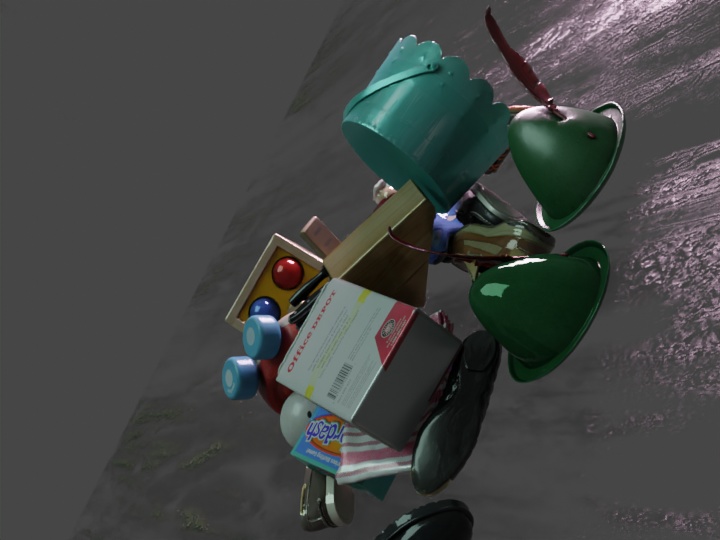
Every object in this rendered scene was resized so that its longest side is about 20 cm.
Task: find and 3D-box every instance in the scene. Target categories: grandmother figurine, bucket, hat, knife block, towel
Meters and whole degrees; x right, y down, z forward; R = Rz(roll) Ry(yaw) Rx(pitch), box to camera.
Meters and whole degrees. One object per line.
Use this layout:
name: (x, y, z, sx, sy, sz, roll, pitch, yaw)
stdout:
grandmother figurine: (0.041, -0.076, 2.031, 0.121, 0.061, 0.201, -24, 27, 20)
bucket: (0.082, -0.179, 1.733, 0.135, 0.207, 0.207, -50, 13, -11)
hat: (0.185, -0.165, 1.579, 0.166, 0.175, 0.200, -55, 15, 18)
knife block: (-0.005, -0.006, 1.694, 0.064, 0.174, 0.202, -124, 35, -57)
towel: (0.038, 0.149, 1.612, 0.146, 0.030, 0.201, -21, 45, 34)
hat: (0.134, 0.009, 1.445, 0.200, 0.175, 0.167, -42, 23, 47)

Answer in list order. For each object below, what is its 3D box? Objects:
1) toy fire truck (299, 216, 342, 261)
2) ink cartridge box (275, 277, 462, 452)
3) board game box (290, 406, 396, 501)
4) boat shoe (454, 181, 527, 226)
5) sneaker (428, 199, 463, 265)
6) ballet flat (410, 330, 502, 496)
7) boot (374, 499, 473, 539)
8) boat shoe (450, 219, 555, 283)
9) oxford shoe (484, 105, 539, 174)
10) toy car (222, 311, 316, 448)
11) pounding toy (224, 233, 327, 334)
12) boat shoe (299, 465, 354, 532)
toy fire truck: (0.000, 0.000, 1.831, 0.177, 0.127, 0.201, -75, -16, -46)
ink cartridge box: (0.006, 0.103, 1.582, 0.146, 0.083, 0.200, -60, 30, -6)
board game box: (0.017, 0.166, 1.683, 0.152, 0.045, 0.201, 12, 69, 51)
boat shoe: (0.157, -0.066, 1.726, 0.061, 0.074, 0.200, -58, 12, 8)
sneaker: (0.106, -0.050, 1.861, 0.079, 0.089, 0.200, -49, -2, 26)
ballet flat: (0.112, 0.160, 1.517, 0.201, 0.066, 0.057, -64, -25, -19)
boot: (0.043, 0.333, 1.337, 0.197, 0.074, 0.163, -31, 38, 8)
boat shoe: (0.155, -0.011, 1.627, 0.074, 0.075, 0.200, -68, 16, -12)
oxford shoe: (0.188, -0.171, 1.874, 0.200, 0.071, 0.073, -28, 64, 59)
toy car: (-0.065, 0.174, 1.904, 0.177, 0.183, 0.201, -59, 43, 41)
pounding toy: (-0.075, 0.050, 2.100, 0.185, 0.199, 0.142, -60, -14, 1)
boat shoe: (-0.041, 0.251, 1.768, 0.059, 0.072, 0.201, -22, 35, 20)
